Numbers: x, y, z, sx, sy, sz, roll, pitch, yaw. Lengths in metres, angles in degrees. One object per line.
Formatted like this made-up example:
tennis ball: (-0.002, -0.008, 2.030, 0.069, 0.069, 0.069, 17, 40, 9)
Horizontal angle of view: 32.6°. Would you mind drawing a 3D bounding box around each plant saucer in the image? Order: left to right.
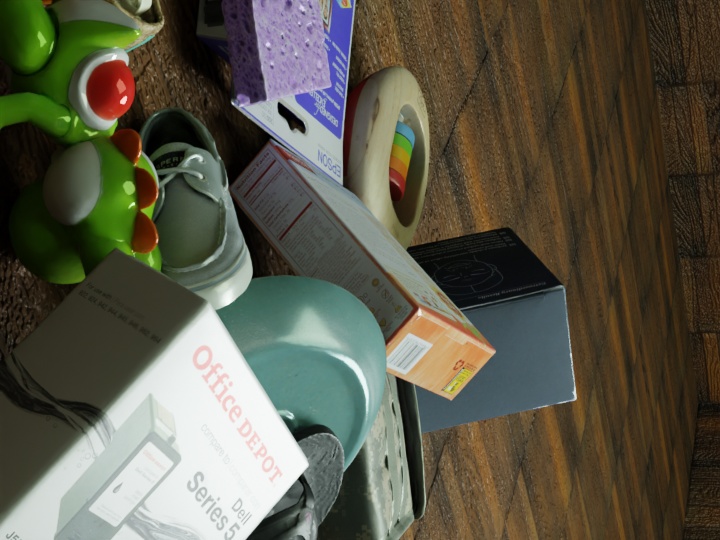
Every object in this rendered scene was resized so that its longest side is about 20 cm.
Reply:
plant saucer: (-0.064, 0.097, 0.789, 0.036, 0.198, 0.201, 52, -10, 47)

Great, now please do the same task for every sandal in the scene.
sandal: (-0.069, 0.190, 0.789, 0.075, 0.048, 0.201, 33, 95, -44)

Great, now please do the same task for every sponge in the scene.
sponge: (-0.068, -0.226, 0.894, 0.111, 0.029, 0.203, -25, 109, -63)

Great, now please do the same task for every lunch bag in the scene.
lunch bag: (-0.011, 0.131, 0.998, 0.200, 0.116, 0.167, -10, 93, -75)

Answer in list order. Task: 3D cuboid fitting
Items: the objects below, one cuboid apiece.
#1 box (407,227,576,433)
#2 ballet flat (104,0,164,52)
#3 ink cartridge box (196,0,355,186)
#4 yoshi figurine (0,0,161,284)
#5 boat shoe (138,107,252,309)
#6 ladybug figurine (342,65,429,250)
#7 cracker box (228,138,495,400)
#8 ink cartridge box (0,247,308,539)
box: (0.097, 0.048, 1.128, 0.200, 0.146, 0.109, -111, -169, -72)
ballet flat: (-0.155, -0.230, 0.735, 0.071, 0.064, 0.203, -48, 132, -59)
ink cartridge box: (-0.063, -0.189, 0.984, 0.198, 0.043, 0.203, 34, 56, -62)
yoshi figurine: (-0.172, -0.077, 0.684, 0.112, 0.111, 0.203, 160, -85, -74)
boat shoe: (-0.113, -0.043, 0.751, 0.201, 0.069, 0.072, -114, -171, -60)
ladybug figurine: (0.012, -0.099, 1.125, 0.136, 0.071, 0.202, 60, 36, -48)
cracker box: (0.000, 0.000, 0.934, 0.200, 0.058, 0.134, 50, 12, 33)
ink cartridge box: (-0.137, 0.114, 0.624, 0.200, 0.083, 0.146, -48, 138, -21)
